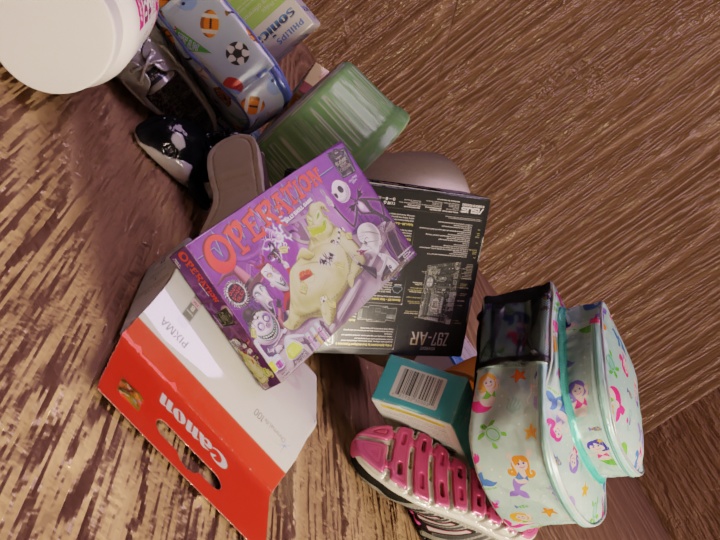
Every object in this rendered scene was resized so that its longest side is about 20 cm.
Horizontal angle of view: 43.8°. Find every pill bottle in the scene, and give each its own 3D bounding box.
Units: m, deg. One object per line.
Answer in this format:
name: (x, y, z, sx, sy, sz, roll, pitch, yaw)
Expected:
pill bottle: (-0.239, -0.219, 0.761, 0.113, 0.113, 0.200, 49, 12, -23)

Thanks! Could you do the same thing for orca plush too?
orca plush: (-0.143, -0.108, 0.935, 0.200, 0.071, 0.105, 46, 14, -37)

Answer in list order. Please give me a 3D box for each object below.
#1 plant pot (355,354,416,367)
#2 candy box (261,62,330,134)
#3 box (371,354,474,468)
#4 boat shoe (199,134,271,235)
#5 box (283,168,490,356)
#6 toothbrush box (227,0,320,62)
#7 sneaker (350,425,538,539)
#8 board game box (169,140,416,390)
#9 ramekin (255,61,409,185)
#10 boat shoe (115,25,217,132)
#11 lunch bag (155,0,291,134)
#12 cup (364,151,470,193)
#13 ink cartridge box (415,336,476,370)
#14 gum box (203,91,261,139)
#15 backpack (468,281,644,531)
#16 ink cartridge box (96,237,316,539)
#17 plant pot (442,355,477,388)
plant pot: (0.000, 0.000, 0.986, 0.134, 0.200, 0.200, 13, 22, -10)
candy box: (-0.059, -0.185, 1.204, 0.115, 0.055, 0.200, 33, -26, -13)
box: (0.077, 0.155, 0.894, 0.082, 0.049, 0.200, 16, -23, 23)
boat shoe: (-0.112, -0.043, 0.849, 0.060, 0.072, 0.200, 67, 11, -48)
box: (0.016, -0.003, 0.833, 0.200, 0.160, 0.044, 4, 11, -28)
toothbrush box: (-0.169, -0.325, 1.072, 0.200, 0.146, 0.086, 49, 13, -8)
sneaker: (0.068, 0.218, 0.850, 0.200, 0.087, 0.074, 27, 40, -16)
board game box: (-0.043, -0.012, 0.698, 0.120, 0.032, 0.200, 53, 45, -5)
ramekin: (-0.050, -0.146, 1.025, 0.098, 0.200, 0.200, 47, 12, -12)
boat shoe: (-0.217, -0.204, 0.921, 0.069, 0.072, 0.200, 43, -9, 44)
lunch bag: (-0.162, -0.241, 0.973, 0.200, 0.076, 0.160, 53, -7, -8)
cup: (0.030, -0.074, 1.210, 0.143, 0.200, 0.200, 7, 42, -41)
ink cartridge box: (0.107, 0.129, 1.225, 0.146, 0.084, 0.200, 58, 11, 21)
gum box: (-0.199, -0.228, 1.133, 0.170, 0.045, 0.200, 45, 14, -36)
backpack: (0.175, 0.132, 0.815, 0.178, 0.150, 0.200, 56, 39, -37)
ink cartridge box: (-0.096, 0.078, 0.636, 0.163, 0.057, 0.200, 51, 7, -19)
plant pot: (0.208, 0.171, 1.042, 0.200, 0.183, 0.200, 41, -37, 40)
